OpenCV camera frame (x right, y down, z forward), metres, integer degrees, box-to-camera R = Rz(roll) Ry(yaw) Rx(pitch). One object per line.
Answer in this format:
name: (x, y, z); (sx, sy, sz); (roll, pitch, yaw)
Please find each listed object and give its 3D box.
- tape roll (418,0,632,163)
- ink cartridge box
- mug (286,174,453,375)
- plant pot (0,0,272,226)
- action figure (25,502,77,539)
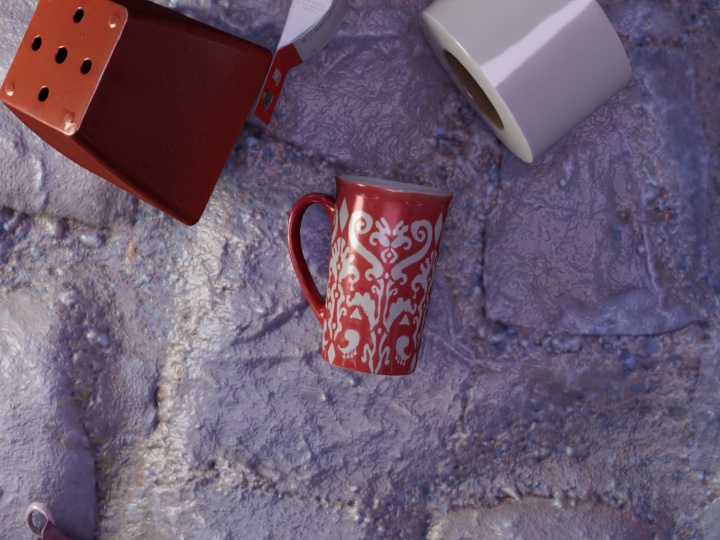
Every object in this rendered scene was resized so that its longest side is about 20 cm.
tape roll: (0.173, -0.235, 1.413); (0.139, 0.203, 0.203); (-39, 94, 0)
ink cartridge box: (-0.054, -0.250, 1.421); (0.056, 0.163, 0.203); (15, 92, 1)
mug: (0.010, 0.001, 1.475); (0.132, 0.177, 0.203); (2, 99, -39)
plant pot: (-0.246, -0.190, 1.364); (0.199, 0.176, 0.202); (27, 93, 35)
action figure: (-0.279, 0.350, 1.495); (0.197, 0.135, 0.150); (0, 51, -15)
